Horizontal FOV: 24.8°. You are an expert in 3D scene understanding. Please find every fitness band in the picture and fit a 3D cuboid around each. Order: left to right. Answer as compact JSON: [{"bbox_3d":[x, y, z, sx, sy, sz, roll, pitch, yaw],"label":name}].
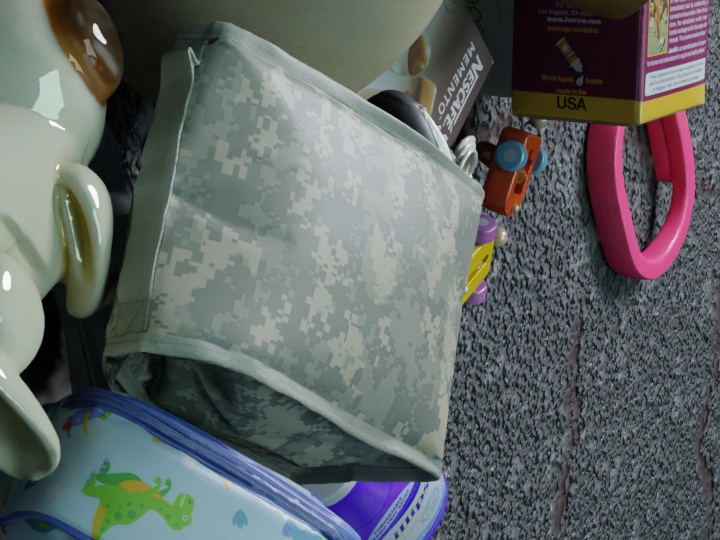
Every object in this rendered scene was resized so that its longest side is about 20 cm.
[{"bbox_3d":[0.252,-0.086,1.476,0.144,0.037,0.201,-51,136,-34],"label":"fitness band"}]

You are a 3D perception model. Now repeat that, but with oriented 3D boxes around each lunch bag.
[{"bbox_3d":[-0.102,0.128,0.774,0.160,0.200,0.083,33,65,-16],"label":"lunch bag"},{"bbox_3d":[-0.043,-0.002,0.777,0.200,0.117,0.165,35,57,-46],"label":"lunch bag"}]

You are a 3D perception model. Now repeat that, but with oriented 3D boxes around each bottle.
[{"bbox_3d":[-0.002,0.126,0.944,0.084,0.065,0.200,-54,159,-6],"label":"bottle"}]

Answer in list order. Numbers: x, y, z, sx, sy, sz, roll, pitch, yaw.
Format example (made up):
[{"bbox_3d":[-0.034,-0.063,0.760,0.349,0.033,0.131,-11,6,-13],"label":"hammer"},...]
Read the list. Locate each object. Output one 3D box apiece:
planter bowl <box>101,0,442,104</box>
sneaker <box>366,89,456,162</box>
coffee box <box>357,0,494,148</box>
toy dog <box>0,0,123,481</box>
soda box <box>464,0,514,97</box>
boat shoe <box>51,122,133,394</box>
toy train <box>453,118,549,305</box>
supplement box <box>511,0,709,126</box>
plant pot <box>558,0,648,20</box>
[{"bbox_3d":[-0.058,-0.153,0.857,0.200,0.200,0.135,-14,136,-55],"label":"planter bowl"},{"bbox_3d":[0.000,0.000,0.930,0.090,0.070,0.201,-21,126,-43],"label":"sneaker"},{"bbox_3d":[-0.003,-0.094,1.030,0.201,0.079,0.115,-63,144,-25],"label":"coffee box"},{"bbox_3d":[-0.178,-0.039,0.693,0.194,0.139,0.201,61,36,-37],"label":"toy dog"},{"bbox_3d":[0.101,-0.227,1.179,0.068,0.063,0.201,-44,132,-44],"label":"soda box"},{"bbox_3d":[-0.118,0.004,0.853,0.070,0.071,0.202,-18,97,-63],"label":"boat shoe"},{"bbox_3d":[0.069,-0.049,1.158,0.200,0.055,0.151,-11,120,-67],"label":"toy train"},{"bbox_3d":[0.178,-0.210,1.148,0.131,0.103,0.201,-18,113,-55],"label":"supplement box"},{"bbox_3d":[0.111,-0.252,1.000,0.200,0.186,0.187,36,61,-14],"label":"plant pot"}]
